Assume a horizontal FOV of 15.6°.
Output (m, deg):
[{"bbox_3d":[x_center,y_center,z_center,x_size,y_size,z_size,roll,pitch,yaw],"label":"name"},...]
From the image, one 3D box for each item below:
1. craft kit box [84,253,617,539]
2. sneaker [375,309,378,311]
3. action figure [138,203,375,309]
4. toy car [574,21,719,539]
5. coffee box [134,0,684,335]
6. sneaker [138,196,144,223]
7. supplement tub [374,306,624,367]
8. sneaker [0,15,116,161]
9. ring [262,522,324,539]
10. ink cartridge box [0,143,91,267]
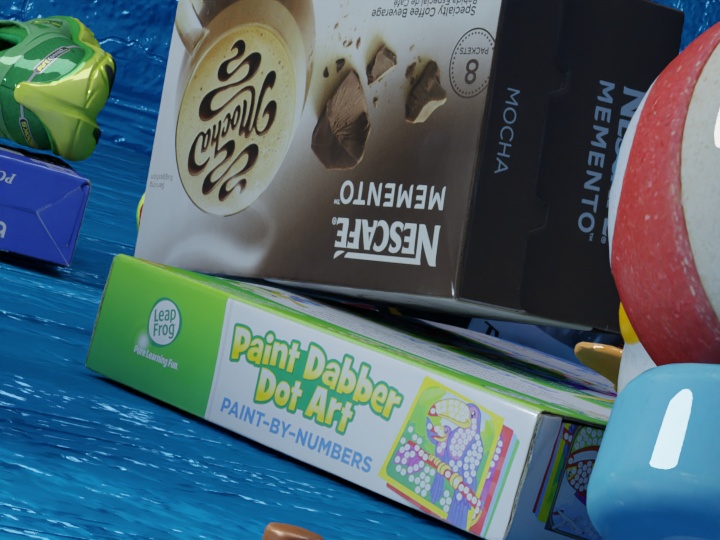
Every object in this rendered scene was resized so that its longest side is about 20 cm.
[{"bbox_3d":[0.046,0.051,0.854,0.197,0.049,0.200,17,1,-44],"label":"craft kit box"},{"bbox_3d":[0.072,0.026,1.165,0.073,0.071,0.200,19,6,40],"label":"sneaker"},{"bbox_3d":[0.000,0.000,1.170,0.199,0.052,0.065,8,-27,-33],"label":"action figure"},{"bbox_3d":[0.110,0.019,0.663,0.176,0.185,0.200,30,-25,-19],"label":"toy car"},{"bbox_3d":[0.012,-0.044,0.921,0.080,0.114,0.200,12,-3,-36],"label":"coffee box"},{"bbox_3d":[-0.031,-0.005,1.262,0.199,0.074,0.083,5,-22,-45],"label":"sneaker"},{"bbox_3d":[0.059,-0.018,1.055,0.200,0.123,0.122,42,13,22],"label":"supplement tub"},{"bbox_3d":[-0.179,-0.103,1.346,0.083,0.074,0.200,18,1,-18],"label":"sneaker"},{"bbox_3d":[0.059,0.084,0.508,0.199,0.019,0.200,15,3,-1],"label":"ring"},{"bbox_3d":[-0.186,-0.040,1.268,0.094,0.044,0.200,15,2,-10],"label":"ink cartridge box"}]
